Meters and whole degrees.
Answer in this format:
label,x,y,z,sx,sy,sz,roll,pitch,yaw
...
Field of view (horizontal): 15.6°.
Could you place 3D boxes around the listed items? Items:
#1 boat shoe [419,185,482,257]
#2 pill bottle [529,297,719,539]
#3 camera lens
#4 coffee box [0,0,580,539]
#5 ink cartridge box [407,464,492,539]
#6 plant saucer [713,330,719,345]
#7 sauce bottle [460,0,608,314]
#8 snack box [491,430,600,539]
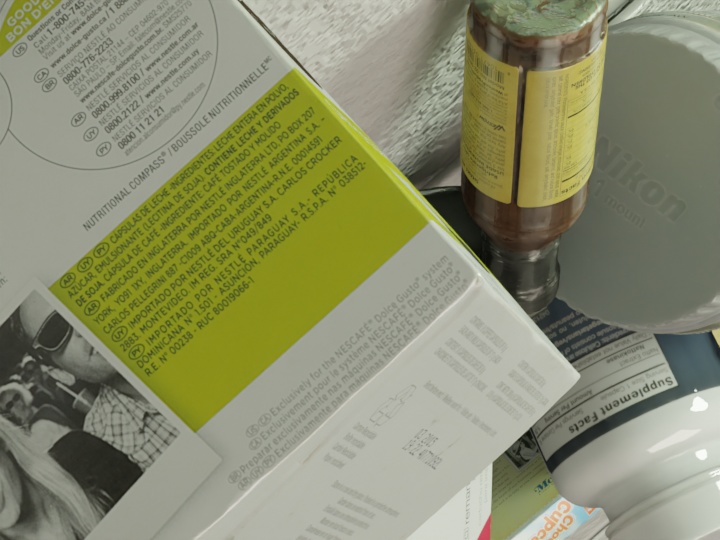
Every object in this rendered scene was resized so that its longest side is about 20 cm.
label,x,y,z,sx,sy,sz,roll,pitch,yaw
boat shoe,0.002,0.002,1.254,0.201,0.074,0.063,-23,160,-40
pill bottle,0.147,0.066,1.477,0.119,0.201,0.120,-23,165,-7
camera lens,0.181,-0.053,1.349,0.160,0.160,0.200,-48,161,27
coffee box,-0.073,0.018,0.920,0.200,0.198,0.200,-42,162,2
ink cartridge box,-0.013,0.146,1.333,0.200,0.083,0.146,-26,121,-57
plant saucer,0.218,0.020,1.660,0.199,0.049,0.200,-28,160,-36
sauce bottle,0.076,-0.058,1.208,0.065,0.065,0.201,-31,148,-26
snack box,0.065,0.166,1.737,0.200,0.116,0.037,-39,131,-2
